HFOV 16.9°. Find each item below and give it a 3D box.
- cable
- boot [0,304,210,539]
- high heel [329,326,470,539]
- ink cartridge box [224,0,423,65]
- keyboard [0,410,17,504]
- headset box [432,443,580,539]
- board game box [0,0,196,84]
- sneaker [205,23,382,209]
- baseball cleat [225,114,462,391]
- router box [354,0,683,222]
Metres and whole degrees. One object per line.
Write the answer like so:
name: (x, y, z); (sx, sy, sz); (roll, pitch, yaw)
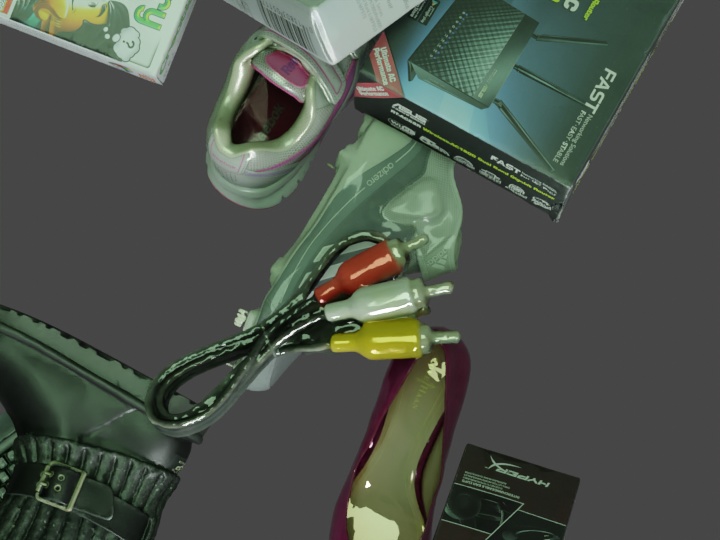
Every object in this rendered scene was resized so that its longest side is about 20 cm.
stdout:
cable: (-0.042, 0.031, 1.465); (0.199, 0.050, 0.097); (-17, 66, 0)
boot: (-0.210, 0.114, 1.513); (0.211, 0.079, 0.158); (27, 85, 12)
high heel: (0.019, 0.131, 1.500); (0.067, 0.096, 0.201); (13, 86, 6)
ink cartridge box: (0.006, -0.223, 1.511); (0.200, 0.057, 0.162); (-33, 41, -20)
keyboard: (-0.221, 0.162, 1.556); (0.200, 0.021, 0.127); (-36, 83, 2)
headset box: (0.060, 0.228, 1.416); (0.077, 0.149, 0.200); (17, 45, 7)
board game box: (-0.151, -0.236, 1.576); (0.126, 0.035, 0.201); (21, 87, 6)
sneaker: (-0.030, -0.131, 1.530); (0.081, 0.088, 0.200); (30, 88, 7)
baseball cleat: (0.000, 0.000, 1.526); (0.106, 0.070, 0.200); (28, 89, 7)
router box: (0.107, -0.154, 1.511); (0.150, 0.062, 0.200); (29, 74, 6)
